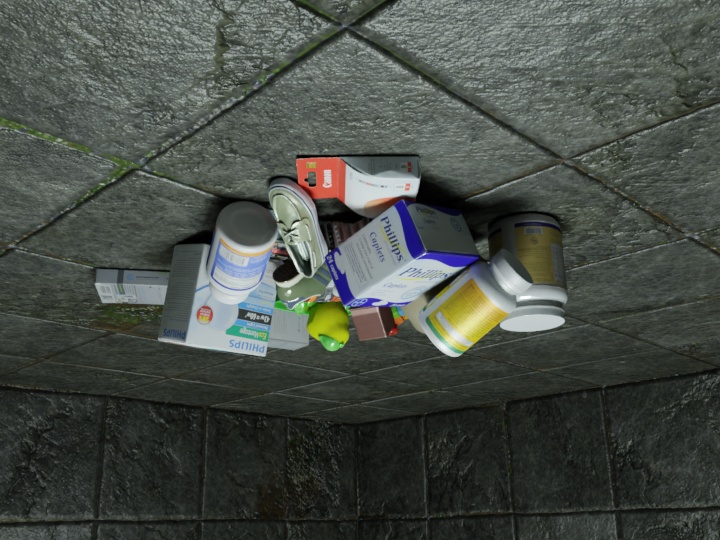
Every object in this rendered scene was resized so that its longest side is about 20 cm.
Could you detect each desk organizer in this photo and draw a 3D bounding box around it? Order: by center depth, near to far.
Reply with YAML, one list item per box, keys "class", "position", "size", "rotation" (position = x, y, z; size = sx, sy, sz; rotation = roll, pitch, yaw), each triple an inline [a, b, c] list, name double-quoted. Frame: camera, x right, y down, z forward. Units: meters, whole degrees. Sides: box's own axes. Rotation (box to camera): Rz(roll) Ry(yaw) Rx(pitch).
- class: "desk organizer"
  position: [0.048, 0.075, 1.698]
  size: [0.071, 0.077, 0.200]
  rotation: [-10, -162, 24]

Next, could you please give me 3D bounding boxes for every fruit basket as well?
- class: "fruit basket"
  position: [-0.088, 0.090, 1.711]
  size: [0.215, 0.217, 0.155]
  rotation: [15, 156, -39]

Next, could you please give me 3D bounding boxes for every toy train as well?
- class: "toy train"
  position: [0.112, 0.115, 1.997]
  size: [0.115, 0.085, 0.200]
  rotation: [-18, 159, 8]

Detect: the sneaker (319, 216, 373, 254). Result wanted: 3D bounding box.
- class: "sneaker"
  position: [-0.012, -0.058, 1.449]
  size: [0.199, 0.076, 0.081]
  rotation: [-14, 158, 17]

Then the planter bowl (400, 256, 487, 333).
- class: "planter bowl"
  position: [0.142, 0.007, 1.538]
  size: [0.200, 0.201, 0.135]
  rotation: [-19, 127, 42]

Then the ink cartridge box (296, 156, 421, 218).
- class: "ink cartridge box"
  position: [-0.005, -0.136, 1.287]
  size: [0.199, 0.050, 0.162]
  rotation: [-3, 161, -3]

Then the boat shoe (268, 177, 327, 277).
- class: "boat shoe"
  position: [-0.108, -0.072, 1.342]
  size: [0.072, 0.062, 0.201]
  rotation: [-5, 134, 23]

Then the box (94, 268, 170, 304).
- class: "box"
  position: [-0.507, 0.041, 1.788]
  size: [0.199, 0.041, 0.156]
  rotation: [3, 161, -10]

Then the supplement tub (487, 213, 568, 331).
- class: "supplement tub"
  position: [0.324, 0.006, 1.485]
  size: [0.144, 0.201, 0.146]
  rotation: [-1, 162, 0]

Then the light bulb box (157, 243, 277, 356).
- class: "light bulb box"
  position: [-0.290, 0.064, 1.587]
  size: [0.197, 0.201, 0.124]
  rotation: [15, 170, -40]

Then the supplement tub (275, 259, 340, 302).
- class: "supplement tub"
  position: [-0.074, 0.012, 1.596]
  size: [0.199, 0.108, 0.107]
  rotation: [-1, 163, -25]

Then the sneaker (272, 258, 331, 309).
- class: "sneaker"
  position: [-0.085, 0.004, 1.503]
  size: [0.200, 0.067, 0.090]
  rotation: [-32, 134, -31]

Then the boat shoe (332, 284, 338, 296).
- class: "boat shoe"
  position: [0.000, 0.000, 1.524]
  size: [0.068, 0.200, 0.072]
  rotation: [11, 128, 15]

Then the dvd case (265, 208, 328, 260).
- class: "dvd case"
  position: [-0.169, -0.067, 1.522]
  size: [0.145, 0.022, 0.200]
  rotation: [10, 159, -30]

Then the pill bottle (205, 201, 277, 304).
- class: "pill bottle"
  position: [-0.227, -0.025, 1.425]
  size: [0.111, 0.113, 0.200]
  rotation: [5, 144, -18]

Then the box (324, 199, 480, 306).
- class: "box"
  position: [0.076, -0.023, 1.363]
  size: [0.200, 0.105, 0.183]
  rotation: [-35, 157, 33]

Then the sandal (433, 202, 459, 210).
- class: "sandal"
  position: [0.107, -0.075, 1.471]
  size: [0.075, 0.048, 0.200]
  rotation: [12, 156, -34]

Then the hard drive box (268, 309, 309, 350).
- class: "hard drive box"
  position: [-0.221, 0.093, 1.780]
  size: [0.199, 0.157, 0.077]
  rotation: [12, 159, -32]

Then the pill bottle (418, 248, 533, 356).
- class: "pill bottle"
  position: [0.211, 0.056, 1.394]
  size: [0.200, 0.113, 0.113]
  rotation: [-44, 143, 21]
